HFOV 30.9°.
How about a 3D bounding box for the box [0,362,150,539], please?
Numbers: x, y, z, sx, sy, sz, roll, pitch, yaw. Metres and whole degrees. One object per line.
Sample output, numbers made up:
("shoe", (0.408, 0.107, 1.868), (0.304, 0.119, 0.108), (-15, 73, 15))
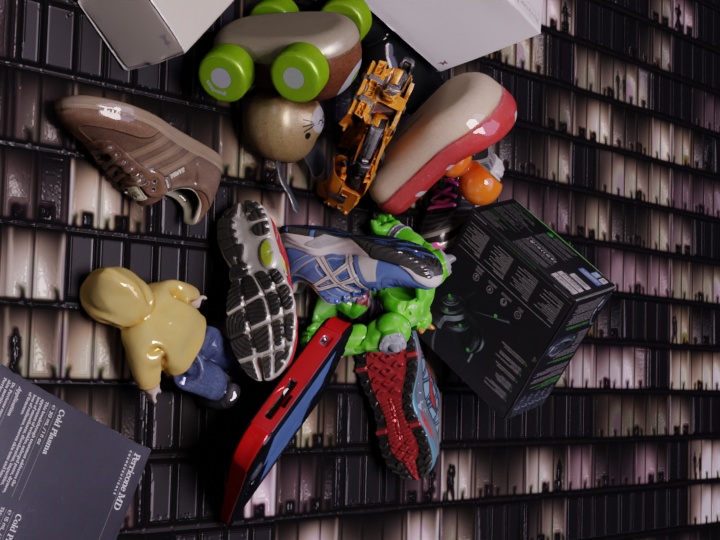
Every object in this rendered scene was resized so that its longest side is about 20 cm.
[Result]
("box", (-0.306, 0.204, 1.108), (0.182, 0.104, 0.201), (39, 61, -38))

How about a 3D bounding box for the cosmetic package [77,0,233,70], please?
("cosmetic package", (-0.170, -0.297, 1.281), (0.088, 0.103, 0.201), (55, 50, -28))

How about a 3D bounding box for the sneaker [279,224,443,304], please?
("sneaker", (0.000, 0.000, 1.393), (0.075, 0.199, 0.078), (-4, 102, -57))

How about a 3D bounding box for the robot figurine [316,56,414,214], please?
("robot figurine", (0.006, -0.148, 1.406), (0.058, 0.200, 0.146), (24, 63, -1))

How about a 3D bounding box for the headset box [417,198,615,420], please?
("headset box", (0.173, 0.050, 1.540), (0.092, 0.174, 0.201), (-13, 138, -47))

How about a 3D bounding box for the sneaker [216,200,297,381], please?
("sneaker", (-0.092, 0.024, 1.337), (0.085, 0.076, 0.202), (47, 30, -58))

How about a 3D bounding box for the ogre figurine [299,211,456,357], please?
("ogre figurine", (0.024, 0.026, 1.456), (0.200, 0.119, 0.099), (-42, 137, -43))

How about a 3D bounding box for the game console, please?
("game console", (-0.076, 0.154, 1.339), (0.200, 0.031, 0.177), (-53, 167, -35))

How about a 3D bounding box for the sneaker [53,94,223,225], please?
("sneaker", (-0.210, -0.105, 1.251), (0.199, 0.070, 0.076), (23, 73, -44))

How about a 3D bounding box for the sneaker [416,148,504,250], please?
("sneaker", (0.111, -0.104, 1.603), (0.088, 0.073, 0.200), (59, 45, -28))

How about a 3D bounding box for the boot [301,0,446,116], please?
("boot", (0.016, -0.250, 1.509), (0.198, 0.073, 0.164), (-37, 118, -43))

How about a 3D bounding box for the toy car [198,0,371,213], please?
("toy car", (-0.065, -0.167, 1.369), (0.165, 0.156, 0.202), (-59, 146, -52))

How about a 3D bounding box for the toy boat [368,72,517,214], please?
("toy boat", (0.109, -0.127, 1.487), (0.130, 0.200, 0.131), (38, 41, -12))

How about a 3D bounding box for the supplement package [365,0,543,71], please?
("supplement package", (0.101, -0.373, 1.461), (0.191, 0.146, 0.202), (34, 54, -40))

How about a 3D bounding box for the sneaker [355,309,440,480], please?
("sneaker", (0.049, 0.140, 1.539), (0.095, 0.079, 0.202), (-21, 104, -69))

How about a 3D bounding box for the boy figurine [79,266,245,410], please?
("boy figurine", (-0.193, 0.066, 1.267), (0.200, 0.064, 0.125), (39, 57, -38))
